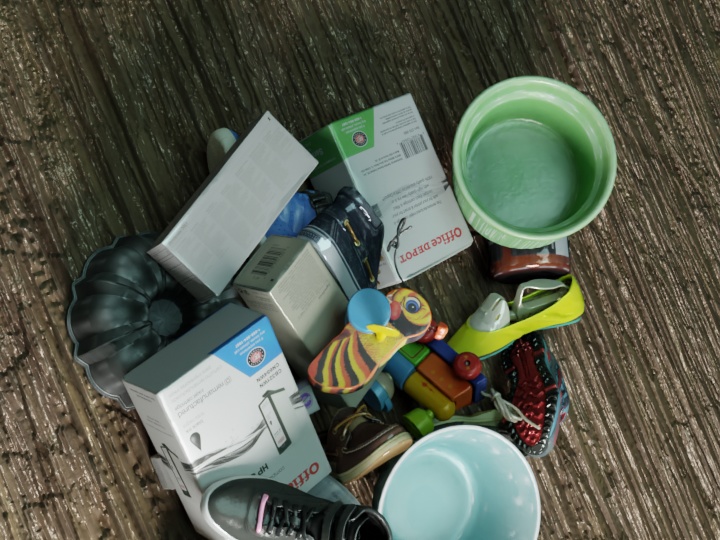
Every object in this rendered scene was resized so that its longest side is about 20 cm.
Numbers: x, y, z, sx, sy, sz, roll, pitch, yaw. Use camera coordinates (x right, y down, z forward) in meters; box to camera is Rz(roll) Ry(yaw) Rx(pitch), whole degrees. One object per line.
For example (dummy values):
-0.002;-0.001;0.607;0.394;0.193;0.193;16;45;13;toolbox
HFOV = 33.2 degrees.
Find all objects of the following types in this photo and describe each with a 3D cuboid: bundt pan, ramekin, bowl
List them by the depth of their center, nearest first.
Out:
-0.208;0.050;1.290;0.199;0.075;0.206;7;76;-30;bundt pan
0.092;0.268;1.354;0.197;0.105;0.205;0;90;-21;bowl
0.203;-0.124;1.468;0.196;0.098;0.204;1;77;-4;ramekin

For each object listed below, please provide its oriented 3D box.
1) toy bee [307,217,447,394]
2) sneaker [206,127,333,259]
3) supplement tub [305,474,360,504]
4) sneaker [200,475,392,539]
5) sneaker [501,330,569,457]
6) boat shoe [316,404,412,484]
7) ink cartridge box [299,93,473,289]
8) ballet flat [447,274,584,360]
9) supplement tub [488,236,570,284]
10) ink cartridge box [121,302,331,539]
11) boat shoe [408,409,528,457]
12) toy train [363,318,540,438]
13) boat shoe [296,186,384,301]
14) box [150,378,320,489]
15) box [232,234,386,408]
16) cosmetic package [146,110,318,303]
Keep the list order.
0.034;0.058;1.293;0.108;0.131;0.202;32;97;6;toy bee
-0.094;-0.082;1.388;0.110;0.076;0.202;-29;98;-28;sneaker
-0.087;0.316;1.275;0.199;0.122;0.123;-39;100;-32;supplement tub
-0.054;0.244;1.181;0.198;0.099;0.072;22;69;-25;sneaker
0.232;0.163;1.498;0.096;0.079;0.201;46;28;-24;sneaker
-0.009;0.184;1.310;0.071;0.200;0.073;-27;86;-23;boat shoe
0.030;-0.091;1.459;0.145;0.084;0.203;-25;92;-39;ink cartridge box
0.192;0.053;1.518;0.197;0.067;0.068;-18;121;-16;ballet flat
0.214;-0.090;1.566;0.105;0.106;0.204;3;77;-31;supplement tub
-0.132;0.160;1.241;0.145;0.084;0.202;-36;117;-29;ink cartridge box
0.127;0.216;1.454;0.198;0.066;0.073;-9;119;-35;boat shoe
0.099;0.156;1.411;0.115;0.085;0.199;-41;65;-20;toy train
0.000;0.000;1.381;0.091;0.070;0.201;-49;140;-21;boat shoe
-0.135;0.178;1.326;0.198;0.039;0.042;-25;95;-33;box
-0.053;0.059;1.345;0.082;0.068;0.201;-51;129;-27;box
-0.134;-0.069;1.287;0.083;0.050;0.201;45;61;-17;cosmetic package
